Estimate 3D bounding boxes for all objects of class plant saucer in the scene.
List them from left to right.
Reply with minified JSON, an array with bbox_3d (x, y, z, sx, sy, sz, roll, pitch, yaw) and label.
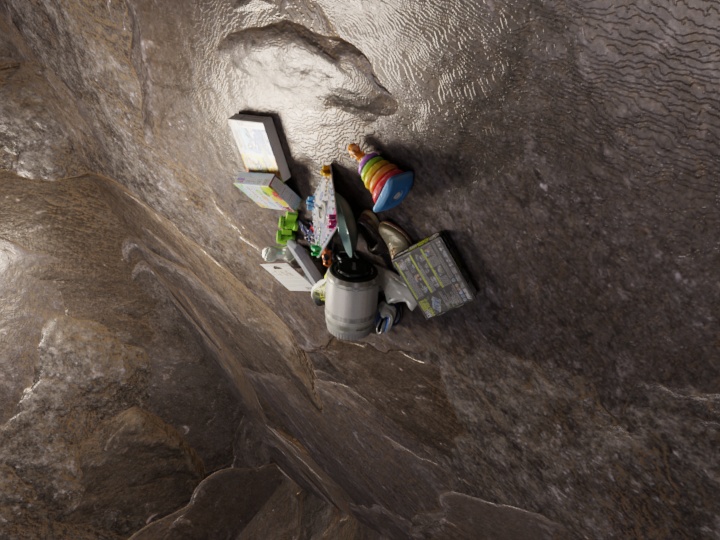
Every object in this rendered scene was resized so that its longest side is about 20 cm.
[{"bbox_3d":[-0.042,-0.142,1.581,0.201,0.038,0.207,163,91,-82],"label":"plant saucer"}]

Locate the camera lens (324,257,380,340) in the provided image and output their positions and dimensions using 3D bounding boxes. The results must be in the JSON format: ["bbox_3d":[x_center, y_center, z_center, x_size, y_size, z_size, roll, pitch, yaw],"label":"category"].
[{"bbox_3d":[-0.026,0.078,1.581,0.157,0.158,0.206,23,122,32],"label":"camera lens"}]

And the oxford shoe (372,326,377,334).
[{"bbox_3d":[0.004,0.160,1.881,0.196,0.073,0.071,27,-179,17],"label":"oxford shoe"}]

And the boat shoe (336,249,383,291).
[{"bbox_3d":[0.000,0.000,1.699,0.197,0.071,0.093,19,139,39],"label":"boat shoe"}]

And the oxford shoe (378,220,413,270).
[{"bbox_3d":[0.112,-0.050,1.516,0.201,0.074,0.071,49,147,-1],"label":"oxford shoe"}]

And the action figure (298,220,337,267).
[{"bbox_3d":[-0.130,-0.102,1.762,0.201,0.102,0.198,-126,27,-47],"label":"action figure"}]

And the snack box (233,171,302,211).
[{"bbox_3d":[-0.304,-0.258,1.761,0.196,0.054,0.142,13,159,42],"label":"snack box"}]

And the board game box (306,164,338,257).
[{"bbox_3d":[-0.117,-0.173,1.586,0.200,0.025,0.206,130,138,-56],"label":"board game box"}]

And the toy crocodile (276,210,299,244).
[{"bbox_3d":[-0.253,-0.150,1.859,0.065,0.063,0.201,6,147,-14],"label":"toy crocodile"}]

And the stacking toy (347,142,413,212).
[{"bbox_3d":[0.033,-0.258,1.388,0.201,0.108,0.117,48,134,20],"label":"stacking toy"}]

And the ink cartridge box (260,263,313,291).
[{"bbox_3d":[-0.256,0.011,1.988,0.197,0.044,0.174,0,142,50],"label":"ink cartridge box"}]

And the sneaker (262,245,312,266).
[{"bbox_3d":[-0.256,-0.062,1.946,0.194,0.080,0.073,7,100,21],"label":"sneaker"}]

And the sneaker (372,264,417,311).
[{"bbox_3d":[0.088,0.051,1.606,0.196,0.090,0.075,26,180,22],"label":"sneaker"}]

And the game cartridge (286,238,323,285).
[{"bbox_3d":[-0.177,-0.011,1.831,0.203,0.040,0.133,59,174,-24],"label":"game cartridge"}]

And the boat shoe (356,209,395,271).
[{"bbox_3d":[0.049,-0.076,1.571,0.071,0.065,0.203,-7,119,50],"label":"boat shoe"}]

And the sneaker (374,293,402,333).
[{"bbox_3d":[0.076,0.153,1.692,0.079,0.147,0.203,27,141,12],"label":"sneaker"}]

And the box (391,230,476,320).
[{"bbox_3d":[0.200,0.016,1.451,0.158,0.044,0.203,-26,105,29],"label":"box"}]

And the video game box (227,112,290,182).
[{"bbox_3d":[-0.320,-0.389,1.703,0.179,0.047,0.204,19,137,40],"label":"video game box"}]

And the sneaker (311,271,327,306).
[{"bbox_3d":[-0.105,0.071,1.739,0.201,0.072,0.087,-53,42,48],"label":"sneaker"}]
